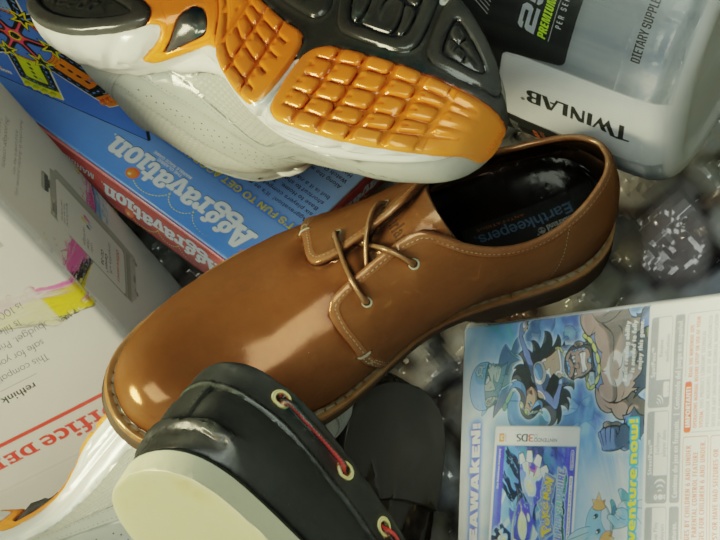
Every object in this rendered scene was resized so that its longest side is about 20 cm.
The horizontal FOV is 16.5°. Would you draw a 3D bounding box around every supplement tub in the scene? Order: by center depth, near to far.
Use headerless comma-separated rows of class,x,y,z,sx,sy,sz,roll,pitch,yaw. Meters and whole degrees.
supplement tub,0.047,-0.122,0.919,0.200,0.123,0.123,22,86,15

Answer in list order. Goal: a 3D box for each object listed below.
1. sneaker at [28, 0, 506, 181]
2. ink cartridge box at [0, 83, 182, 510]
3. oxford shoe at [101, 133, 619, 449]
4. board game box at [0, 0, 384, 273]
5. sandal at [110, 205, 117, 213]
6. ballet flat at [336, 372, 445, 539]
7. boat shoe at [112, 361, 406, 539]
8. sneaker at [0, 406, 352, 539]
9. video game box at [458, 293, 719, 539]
sneaker,-0.021,-0.065,0.864,0.200,0.092,0.076,24,68,39
ink cartridge box,-0.144,0.016,0.927,0.116,0.200,0.068,-26,38,17
oxford shoe,0.000,0.000,0.861,0.200,0.071,0.071,-27,70,-14
board game box,-0.086,-0.076,0.968,0.200,0.019,0.103,36,56,16
sandal,-0.188,-0.051,0.993,0.200,0.079,0.087,29,122,9
ballet flat,-0.008,0.137,0.933,0.067,0.046,0.200,9,87,-26
boat shoe,0.001,0.117,0.831,0.074,0.063,0.201,-20,116,42
sneaker,-0.079,0.108,0.889,0.200,0.076,0.092,-34,52,1
video game box,0.103,0.111,0.856,0.182,0.047,0.200,-8,77,51
